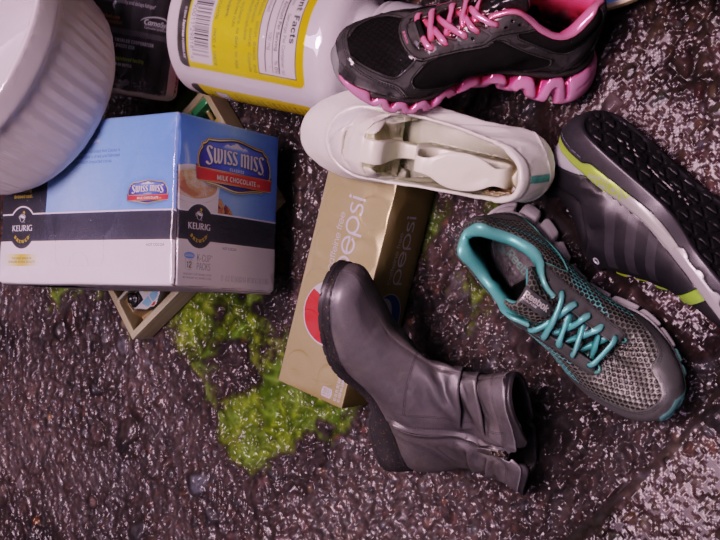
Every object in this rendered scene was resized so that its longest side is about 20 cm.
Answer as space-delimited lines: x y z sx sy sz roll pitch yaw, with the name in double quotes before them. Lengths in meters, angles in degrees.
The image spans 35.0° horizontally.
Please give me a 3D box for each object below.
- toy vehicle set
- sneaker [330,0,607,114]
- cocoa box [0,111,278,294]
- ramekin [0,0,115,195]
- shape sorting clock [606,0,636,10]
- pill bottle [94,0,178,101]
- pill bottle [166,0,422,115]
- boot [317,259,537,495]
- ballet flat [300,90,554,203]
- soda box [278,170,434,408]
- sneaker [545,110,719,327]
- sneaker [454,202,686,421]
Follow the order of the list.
"toy vehicle set" -0.165 -0.049 1.028 0.200 0.026 0.125 -43 67 25
"sneaker" 0.078 -0.163 0.774 0.096 0.196 0.080 109 151 -62
"cocoa box" -0.182 -0.051 0.943 0.197 0.133 0.134 0 87 33
"ramekin" -0.283 -0.156 0.889 0.197 0.105 0.204 -13 64 28
"shape sorting clock" 0.169 -0.284 0.806 0.197 0.039 0.204 -1 89 33
"pill bottle" -0.196 -0.254 0.983 0.105 0.106 0.204 15 99 32
"pill bottle" -0.044 -0.179 0.897 0.197 0.111 0.113 16 98 25
"boot" 0.056 0.073 0.820 0.130 0.070 0.202 2 134 33
"ballet flat" 0.037 -0.085 0.802 0.197 0.069 0.071 13 97 21
"soda box" 0.000 0.000 0.898 0.067 0.064 0.204 19 100 31
"sneaker" 0.199 -0.023 0.781 0.201 0.071 0.083 53 139 23
"sneaker" 0.137 0.031 0.792 0.200 0.091 0.078 44 112 25
